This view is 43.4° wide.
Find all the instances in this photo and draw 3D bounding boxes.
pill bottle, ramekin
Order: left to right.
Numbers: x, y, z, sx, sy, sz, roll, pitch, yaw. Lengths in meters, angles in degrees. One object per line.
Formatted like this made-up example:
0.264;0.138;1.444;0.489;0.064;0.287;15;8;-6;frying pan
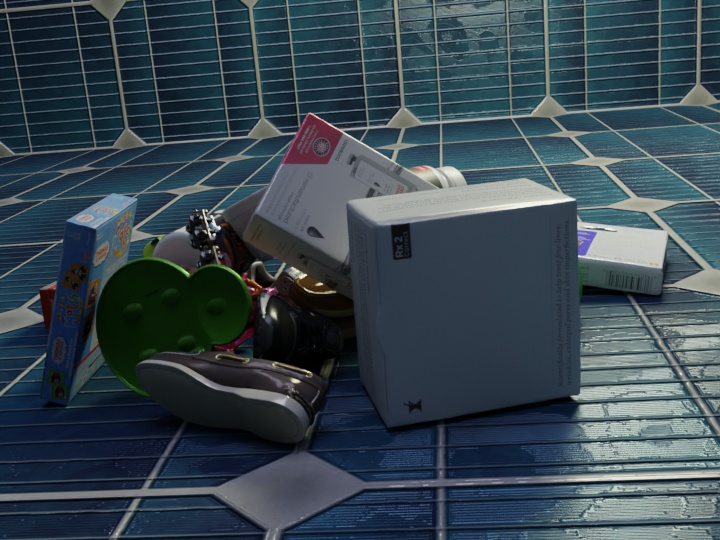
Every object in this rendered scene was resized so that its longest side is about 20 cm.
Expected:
-0.221;-0.031;1.368;0.105;0.107;0.200;0;17;19;pill bottle
-0.094;-0.090;1.321;0.201;0.095;0.202;-28;6;3;ramekin
0.083;-0.119;1.573;0.199;0.115;0.114;-15;18;-32;pill bottle

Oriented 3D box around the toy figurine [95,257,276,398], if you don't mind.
-0.163;0.043;1.023;0.199;0.151;0.184;-22;-2;24;toy figurine

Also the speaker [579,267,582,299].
0.163;0.022;1.100;0.198;0.089;0.088;-7;15;-8;speaker

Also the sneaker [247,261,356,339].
-0.076;0.037;1.133;0.199;0.076;0.070;8;20;37;sneaker

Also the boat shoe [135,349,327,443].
-0.126;0.111;0.874;0.199;0.072;0.060;9;40;28;boat shoe

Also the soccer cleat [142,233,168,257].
-0.260;-0.033;1.511;0.199;0.065;0.084;-11;-14;-6;soccer cleat

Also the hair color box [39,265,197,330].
-0.320;0.036;1.241;0.198;0.064;0.111;0;15;13;hair color box

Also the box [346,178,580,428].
0.098;0.026;0.888;0.198;0.201;0.131;-7;16;-10;box

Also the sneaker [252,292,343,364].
-0.062;0.065;0.966;0.087;0.076;0.200;4;-2;3;sneaker

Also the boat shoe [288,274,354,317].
0.000;0.000;1.098;0.199;0.074;0.076;-14;40;-44;boat shoe

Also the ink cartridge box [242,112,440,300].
-0.010;-0.060;1.021;0.199;0.147;0.083;28;-23;-8;ink cartridge box

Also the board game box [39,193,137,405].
-0.301;0.027;1.011;0.036;0.201;0.151;15;16;-1;board game box

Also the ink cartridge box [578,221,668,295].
0.324;-0.025;1.263;0.197;0.044;0.200;8;20;19;ink cartridge box

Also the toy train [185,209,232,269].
-0.194;-0.006;1.216;0.046;0.034;0.201;-1;51;-30;toy train
